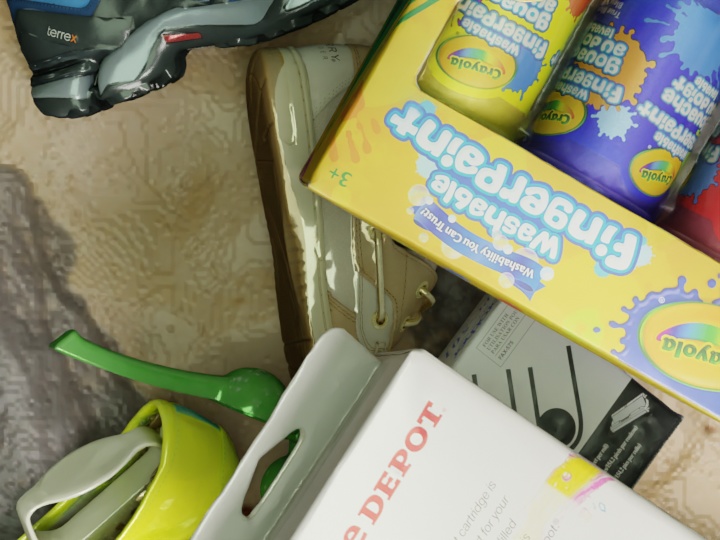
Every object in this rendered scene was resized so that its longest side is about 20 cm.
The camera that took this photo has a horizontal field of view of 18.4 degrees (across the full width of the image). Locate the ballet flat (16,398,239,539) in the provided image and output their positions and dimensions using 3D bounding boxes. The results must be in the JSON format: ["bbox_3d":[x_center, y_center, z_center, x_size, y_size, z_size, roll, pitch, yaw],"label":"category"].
[{"bbox_3d":[-0.139,0.130,0.955,0.200,0.067,0.067,-43,133,-4],"label":"ballet flat"}]

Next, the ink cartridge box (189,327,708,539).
[{"bbox_3d":[0.037,0.121,0.838,0.200,0.125,0.129,35,82,-5],"label":"ink cartridge box"}]

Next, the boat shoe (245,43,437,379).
[{"bbox_3d":[0.000,0.000,0.952,0.069,0.074,0.201,-11,103,-11],"label":"boat shoe"}]

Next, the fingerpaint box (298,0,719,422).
[{"bbox_3d":[0.102,-0.057,0.874,0.200,0.073,0.167,30,91,-6],"label":"fingerpaint box"}]

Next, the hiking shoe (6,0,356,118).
[{"bbox_3d":[-0.059,-0.135,0.939,0.199,0.074,0.087,-23,96,-1],"label":"hiking shoe"}]

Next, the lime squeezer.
[{"bbox_3d":[-0.045,0.088,0.937,0.071,0.038,0.200,-46,113,-33],"label":"lime squeezer"}]

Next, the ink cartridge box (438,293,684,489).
[{"bbox_3d":[0.037,0.113,0.925,0.094,0.044,0.200,37,82,-7],"label":"ink cartridge box"}]
